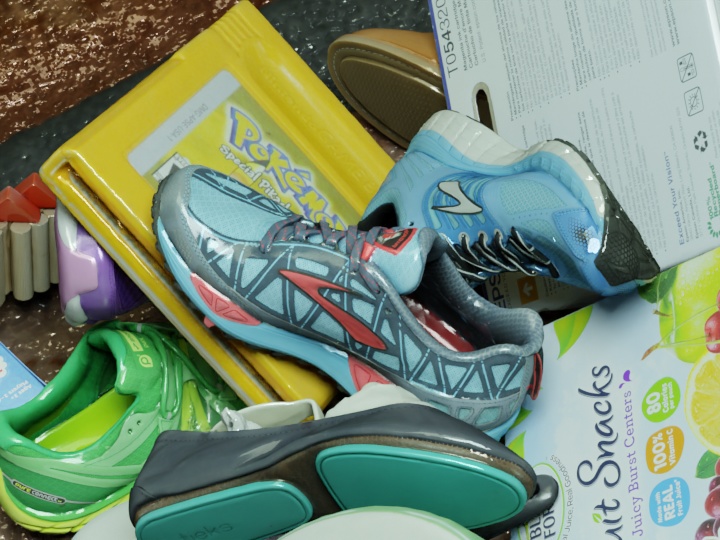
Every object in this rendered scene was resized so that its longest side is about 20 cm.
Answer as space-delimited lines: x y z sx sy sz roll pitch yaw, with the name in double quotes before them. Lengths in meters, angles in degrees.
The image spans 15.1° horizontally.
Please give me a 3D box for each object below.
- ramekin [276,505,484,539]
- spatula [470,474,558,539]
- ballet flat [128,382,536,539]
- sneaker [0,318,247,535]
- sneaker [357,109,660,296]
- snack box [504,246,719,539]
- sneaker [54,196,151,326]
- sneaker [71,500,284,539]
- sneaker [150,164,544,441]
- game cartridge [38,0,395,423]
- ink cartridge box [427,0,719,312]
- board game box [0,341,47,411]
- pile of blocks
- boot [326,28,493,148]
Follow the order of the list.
"ramekin" 0.013 0.199 1.157 0.199 0.098 0.201 -15 57 25
"spatula" 0.007 0.146 1.267 0.200 0.021 0.057 -32 44 18
"ballet flat" -0.013 0.083 1.227 0.199 0.073 0.073 -11 46 24
"sneaker" -0.095 0.060 1.359 0.199 0.084 0.074 -31 49 -14
"sneaker" 0.066 -0.012 1.301 0.090 0.078 0.200 -43 26 -14
"snack box" 0.137 0.101 1.238 0.142 0.053 0.201 -27 47 30
"sneaker" -0.093 -0.020 1.376 0.088 0.081 0.200 4 10 15
"sneaker" -0.049 0.113 1.309 0.199 0.071 0.073 -13 47 2
"sneaker" 0.000 0.000 1.256 0.199 0.096 0.079 32 41 -6
"game cartridge" -0.047 -0.031 1.352 0.176 0.032 0.200 48 37 -4
"ink cartridge box" 0.122 -0.088 1.352 0.043 0.200 0.197 -3 78 -37
"board game box" -0.272 0.062 1.432 0.151 0.037 0.200 -36 50 -19
"pile of blocks" -0.202 -0.021 1.435 0.199 0.062 0.082 -22 45 -29
"boot" 0.096 -0.131 1.485 0.199 0.077 0.156 12 52 24
